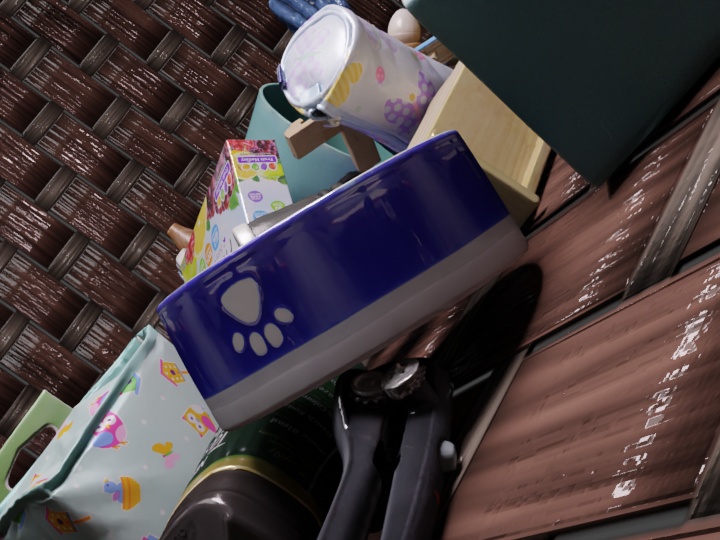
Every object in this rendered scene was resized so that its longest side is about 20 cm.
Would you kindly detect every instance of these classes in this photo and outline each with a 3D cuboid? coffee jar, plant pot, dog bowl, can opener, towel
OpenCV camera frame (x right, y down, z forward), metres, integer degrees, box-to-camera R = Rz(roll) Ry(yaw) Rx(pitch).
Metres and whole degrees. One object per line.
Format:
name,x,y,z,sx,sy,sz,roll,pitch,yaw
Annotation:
coffee jar,-0.058,0.129,0.749,0.104,0.085,0.200,-51,8,29
plant pot,-0.039,-0.070,1.197,0.201,0.199,0.162,-73,8,-71
plant pot,0.146,-0.178,0.630,0.200,0.141,0.141,-44,10,23
dog bowl,-0.011,0.005,0.668,0.199,0.079,0.200,-31,0,0
can opener,0.012,0.105,0.543,0.063,0.079,0.200,-12,23,13
towel,0.000,-0.174,1.082,0.048,0.200,0.112,-41,41,-1

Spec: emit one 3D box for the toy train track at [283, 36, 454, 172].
toy train track,0.016,-0.160,1.009,0.199,0.115,0.032,-35,37,-16

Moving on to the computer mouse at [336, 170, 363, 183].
computer mouse,0.025,-0.068,1.014,0.034,0.059,0.199,-5,13,42

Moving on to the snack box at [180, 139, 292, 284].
snack box,-0.109,-0.002,1.089,0.200,0.053,0.143,119,139,-51

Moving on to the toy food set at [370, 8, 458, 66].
toy food set,0.100,-0.227,1.112,0.198,0.061,0.144,-11,6,-4

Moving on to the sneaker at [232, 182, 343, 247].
sneaker,-0.011,0.019,0.858,0.099,0.201,0.071,-29,48,-4

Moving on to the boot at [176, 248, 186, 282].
boot,-0.142,0.065,1.273,0.091,0.200,0.073,-55,-26,10

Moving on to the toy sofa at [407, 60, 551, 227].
toy sofa,0.084,-0.087,0.826,0.098,0.083,0.200,-54,6,40

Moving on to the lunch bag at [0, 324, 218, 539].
lunch bag,-0.142,0.154,0.866,0.122,0.170,0.200,-40,14,38

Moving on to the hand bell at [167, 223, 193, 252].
hand bell,-0.136,0.014,1.351,0.104,0.199,0.104,-53,-3,-4

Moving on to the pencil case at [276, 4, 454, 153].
pencil case,0.031,-0.134,0.950,0.083,0.199,0.091,-34,52,34

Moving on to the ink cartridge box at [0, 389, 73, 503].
ink cartridge box,-0.209,0.200,0.986,0.104,0.199,0.059,-56,6,-18
